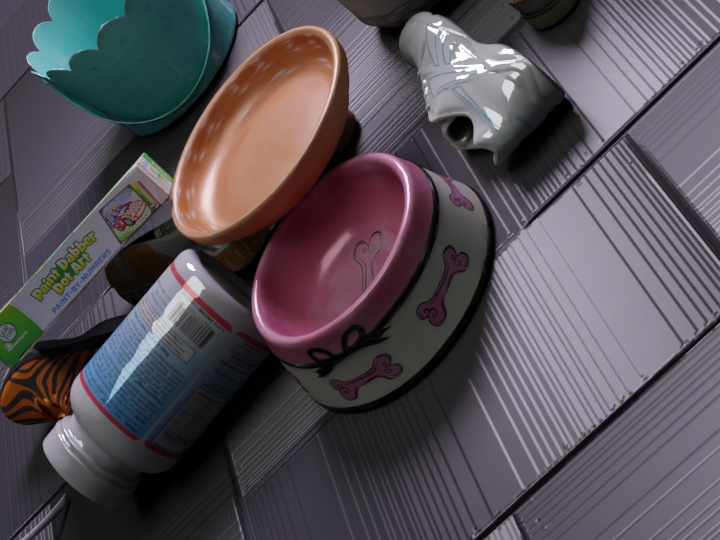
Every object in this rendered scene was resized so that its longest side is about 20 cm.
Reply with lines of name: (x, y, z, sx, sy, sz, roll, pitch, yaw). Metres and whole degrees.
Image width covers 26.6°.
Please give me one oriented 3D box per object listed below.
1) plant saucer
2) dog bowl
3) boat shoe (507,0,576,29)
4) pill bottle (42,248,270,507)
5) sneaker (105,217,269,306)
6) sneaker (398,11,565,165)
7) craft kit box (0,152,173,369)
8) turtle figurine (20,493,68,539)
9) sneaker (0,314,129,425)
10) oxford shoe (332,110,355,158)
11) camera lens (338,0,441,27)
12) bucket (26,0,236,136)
plant saucer: (-0.076, -0.104, 1.228, 0.200, 0.037, 0.201, -33, 38, 31)
dog bowl: (0.000, 0.000, 1.135, 0.199, 0.074, 0.201, -33, 38, 30)
boat shoe: (0.133, -0.284, 1.231, 0.075, 0.068, 0.201, -35, 37, 26)
pill bottle: (-0.162, 0.089, 1.225, 0.200, 0.109, 0.109, -49, 33, 7)
sneaker: (-0.144, -0.026, 1.359, 0.199, 0.076, 0.088, -21, 27, 38)
sneaker: (0.074, -0.143, 1.177, 0.081, 0.070, 0.200, -55, 33, 3)
craft kit box: (-0.246, -0.015, 1.348, 0.197, 0.049, 0.200, -45, 9, 0)
turtle figurine: (-0.341, 0.279, 1.311, 0.143, 0.200, 0.196, -4, 75, 23)
sneaker: (-0.260, 0.119, 1.350, 0.199, 0.077, 0.113, -28, 40, 34)
oxford shoe: (-0.097, -0.116, 1.360, 0.199, 0.075, 0.071, -25, 42, 37)
camera lens: (0.001, -0.321, 1.310, 0.159, 0.200, 0.161, -32, 39, 30)
bucket: (-0.238, -0.252, 1.608, 0.207, 0.134, 0.208, -33, 38, 30)
